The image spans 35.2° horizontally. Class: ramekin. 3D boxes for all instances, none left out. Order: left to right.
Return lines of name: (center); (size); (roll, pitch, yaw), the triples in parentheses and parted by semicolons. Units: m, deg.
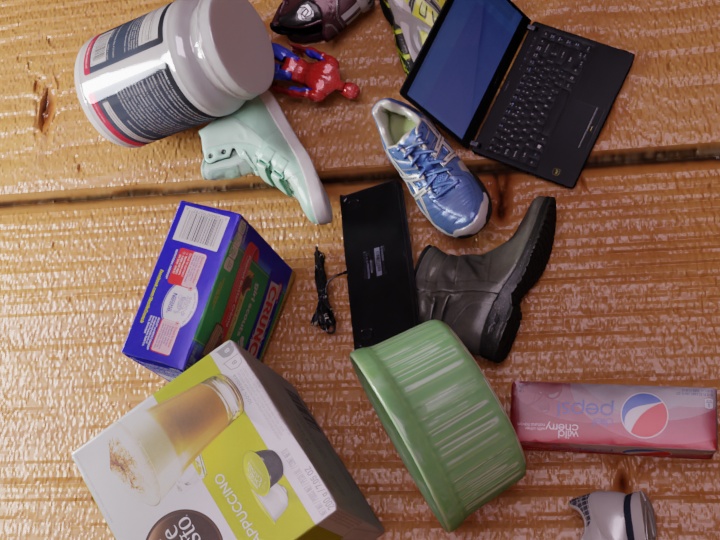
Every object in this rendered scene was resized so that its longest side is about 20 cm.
ramekin: (0.079, 0.146, 1.118); (0.098, 0.200, 0.200); (-29, 68, -6)

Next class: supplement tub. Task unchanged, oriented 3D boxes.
supplement tub: (-0.214, -0.232, 1.308); (0.200, 0.140, 0.141); (-15, 69, 28)

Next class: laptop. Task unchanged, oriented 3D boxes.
laptop: (0.177, -0.216, 1.256); (0.200, 0.103, 0.177); (23, 80, 19)

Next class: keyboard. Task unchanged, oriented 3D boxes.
keyboard: (0.000, 0.000, 1.259); (0.127, 0.021, 0.200); (-16, 59, 19)

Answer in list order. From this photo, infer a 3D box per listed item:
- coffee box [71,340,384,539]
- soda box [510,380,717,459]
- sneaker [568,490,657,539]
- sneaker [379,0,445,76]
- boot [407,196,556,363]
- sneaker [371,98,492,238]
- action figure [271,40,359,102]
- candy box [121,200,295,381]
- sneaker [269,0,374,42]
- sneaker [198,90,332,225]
coffee box: (-0.127, 0.224, 1.135); (0.198, 0.200, 0.200); (-35, 68, 1)
soda box: (0.252, 0.150, 1.139); (0.200, 0.070, 0.064); (0, 74, 13)
sneaker: (0.246, 0.314, 1.096); (0.080, 0.076, 0.200); (-7, 66, 23)
sneaker: (0.064, -0.320, 1.339); (0.076, 0.075, 0.200); (-17, 80, 0)
boot: (0.124, -0.007, 1.225); (0.131, 0.068, 0.200); (20, 77, 24)
sneaker: (0.071, -0.112, 1.242); (0.076, 0.077, 0.200); (-44, 55, 12)
action figure: (-0.089, -0.245, 1.357); (0.200, 0.052, 0.065); (24, 84, 20)
candy box: (-0.154, 0.042, 1.200); (0.077, 0.200, 0.169); (16, 77, 16)
sneaker: (-0.088, -0.350, 1.378); (0.200, 0.076, 0.116); (42, 89, 21)
sneaker: (-0.114, -0.108, 1.304); (0.118, 0.074, 0.201); (-29, 59, -4)
